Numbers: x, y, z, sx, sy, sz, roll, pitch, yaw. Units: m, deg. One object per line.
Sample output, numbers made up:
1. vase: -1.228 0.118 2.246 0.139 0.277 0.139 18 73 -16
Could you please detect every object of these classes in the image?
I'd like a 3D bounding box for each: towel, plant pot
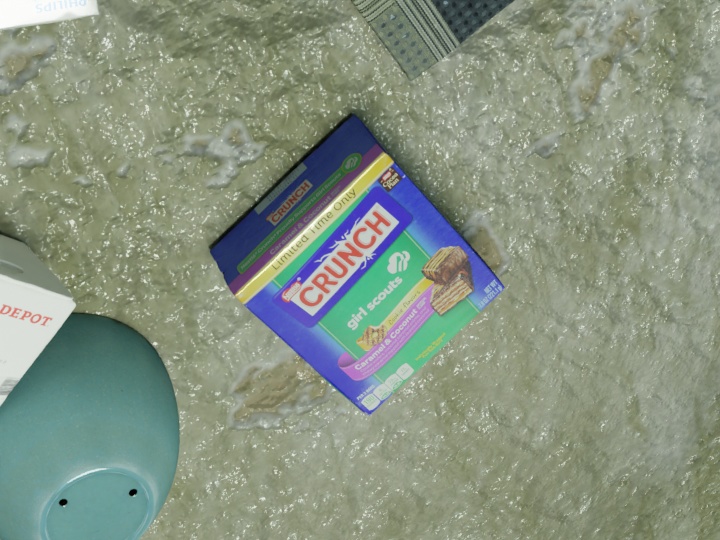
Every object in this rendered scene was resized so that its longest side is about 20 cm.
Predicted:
1. towel: 0.063 -0.272 1.092 0.192 0.035 0.200 -38 132 2
2. plant pot: -0.228 0.155 1.131 0.199 0.135 0.201 -13 124 -21

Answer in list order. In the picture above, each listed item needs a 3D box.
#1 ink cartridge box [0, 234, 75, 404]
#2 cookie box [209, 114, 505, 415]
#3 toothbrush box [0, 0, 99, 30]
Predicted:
1. ink cartridge box: -0.327 0.061 1.029 0.200 0.083 0.146 -52 148 8
2. cookie box: 0.000 0.000 1.194 0.171 0.075 0.200 -43 129 3
3. toothbrush box: -0.226 -0.267 0.861 0.085 0.147 0.201 -12 124 -20
